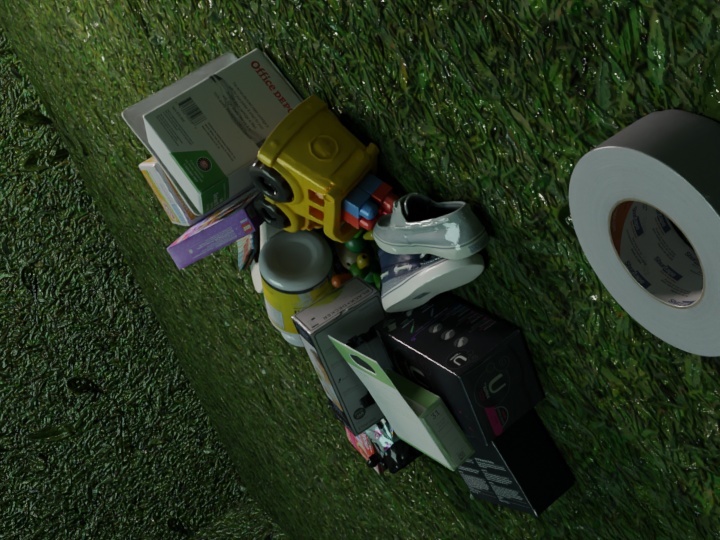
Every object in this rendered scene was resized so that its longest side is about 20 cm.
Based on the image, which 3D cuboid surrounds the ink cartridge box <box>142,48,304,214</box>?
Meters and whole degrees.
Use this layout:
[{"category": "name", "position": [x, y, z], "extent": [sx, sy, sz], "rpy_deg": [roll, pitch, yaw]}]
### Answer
[{"category": "ink cartridge box", "position": [-0.182, -0.198, 1.504], "extent": [0.147, 0.200, 0.083], "rpy_deg": [53, 164, 13]}]

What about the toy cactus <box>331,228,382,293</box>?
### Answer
[{"category": "toy cactus", "position": [0.000, 0.000, 1.564], "extent": [0.200, 0.102, 0.165], "rpy_deg": [59, 173, -34]}]

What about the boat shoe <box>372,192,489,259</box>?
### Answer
[{"category": "boat shoe", "position": [0.077, -0.062, 1.293], "extent": [0.201, 0.070, 0.072], "rpy_deg": [10, 129, 56]}]

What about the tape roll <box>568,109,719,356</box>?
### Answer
[{"category": "tape roll", "position": [0.265, -0.030, 0.879], "extent": [0.200, 0.066, 0.201], "rpy_deg": [47, 158, 25]}]

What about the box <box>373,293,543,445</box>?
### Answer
[{"category": "box", "position": [0.126, 0.120, 1.399], "extent": [0.200, 0.106, 0.122], "rpy_deg": [27, 147, 55]}]

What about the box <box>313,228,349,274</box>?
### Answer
[{"category": "box", "position": [-0.060, -0.011, 1.738], "extent": [0.200, 0.049, 0.160], "rpy_deg": [55, 163, 3]}]

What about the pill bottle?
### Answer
[{"category": "pill bottle", "position": [-0.093, 0.033, 1.647], "extent": [0.112, 0.112, 0.200], "rpy_deg": [46, 159, 28]}]

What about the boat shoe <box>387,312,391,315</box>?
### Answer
[{"category": "boat shoe", "position": [0.087, 0.112, 1.538], "extent": [0.071, 0.069, 0.200], "rpy_deg": [34, 156, 55]}]

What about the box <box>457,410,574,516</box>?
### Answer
[{"category": "box", "position": [0.192, 0.253, 1.497], "extent": [0.141, 0.079, 0.200], "rpy_deg": [56, 162, -8]}]

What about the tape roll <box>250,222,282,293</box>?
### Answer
[{"category": "tape roll", "position": [-0.156, -0.064, 1.759], "extent": [0.203, 0.037, 0.204], "rpy_deg": [177, 90, -76]}]

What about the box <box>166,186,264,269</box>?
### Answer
[{"category": "box", "position": [-0.189, -0.076, 1.576], "extent": [0.039, 0.137, 0.200], "rpy_deg": [60, -159, -12]}]

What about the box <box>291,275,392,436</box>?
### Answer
[{"category": "box", "position": [-0.005, 0.120, 1.489], "extent": [0.060, 0.116, 0.200], "rpy_deg": [38, 156, 52]}]

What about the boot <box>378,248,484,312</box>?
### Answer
[{"category": "boot", "position": [0.080, -0.015, 1.354], "extent": [0.200, 0.073, 0.091], "rpy_deg": [-30, 66, 54]}]

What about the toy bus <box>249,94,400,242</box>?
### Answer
[{"category": "toy bus", "position": [-0.035, -0.106, 1.431], "extent": [0.192, 0.136, 0.200], "rpy_deg": [34, 157, 13]}]

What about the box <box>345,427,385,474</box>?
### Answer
[{"category": "box", "position": [0.028, 0.251, 1.868], "extent": [0.100, 0.095, 0.200], "rpy_deg": [43, 157, 37]}]

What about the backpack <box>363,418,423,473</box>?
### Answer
[{"category": "backpack", "position": [0.055, 0.191, 1.651], "extent": [0.200, 0.167, 0.127], "rpy_deg": [55, 145, 13]}]

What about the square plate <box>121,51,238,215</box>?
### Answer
[{"category": "square plate", "position": [-0.217, -0.202, 1.578], "extent": [0.200, 0.198, 0.028], "rpy_deg": [53, 162, 11]}]

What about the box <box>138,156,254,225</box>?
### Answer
[{"category": "box", "position": [-0.225, -0.166, 1.654], "extent": [0.113, 0.200, 0.101], "rpy_deg": [62, 160, -17]}]

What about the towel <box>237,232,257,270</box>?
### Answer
[{"category": "towel", "position": [-0.198, -0.113, 1.801], "extent": [0.147, 0.022, 0.201], "rpy_deg": [130, 137, -70]}]

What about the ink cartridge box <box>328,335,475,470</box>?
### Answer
[{"category": "ink cartridge box", "position": [0.053, 0.161, 1.398], "extent": [0.200, 0.048, 0.145], "rpy_deg": [58, 163, -25]}]
